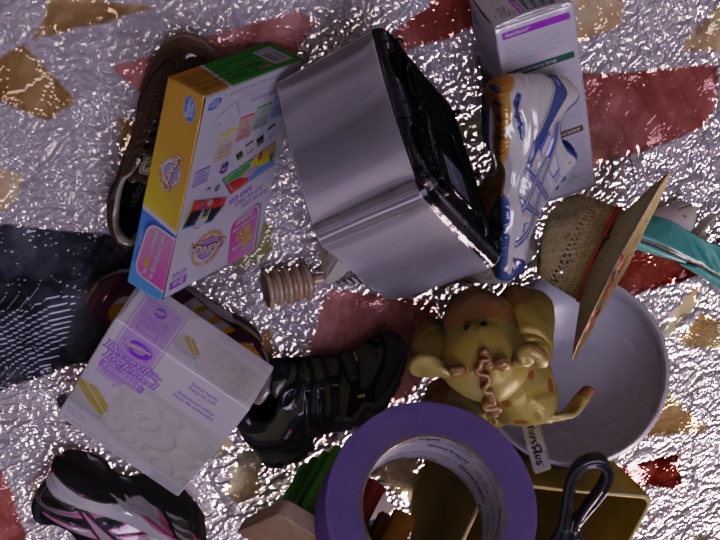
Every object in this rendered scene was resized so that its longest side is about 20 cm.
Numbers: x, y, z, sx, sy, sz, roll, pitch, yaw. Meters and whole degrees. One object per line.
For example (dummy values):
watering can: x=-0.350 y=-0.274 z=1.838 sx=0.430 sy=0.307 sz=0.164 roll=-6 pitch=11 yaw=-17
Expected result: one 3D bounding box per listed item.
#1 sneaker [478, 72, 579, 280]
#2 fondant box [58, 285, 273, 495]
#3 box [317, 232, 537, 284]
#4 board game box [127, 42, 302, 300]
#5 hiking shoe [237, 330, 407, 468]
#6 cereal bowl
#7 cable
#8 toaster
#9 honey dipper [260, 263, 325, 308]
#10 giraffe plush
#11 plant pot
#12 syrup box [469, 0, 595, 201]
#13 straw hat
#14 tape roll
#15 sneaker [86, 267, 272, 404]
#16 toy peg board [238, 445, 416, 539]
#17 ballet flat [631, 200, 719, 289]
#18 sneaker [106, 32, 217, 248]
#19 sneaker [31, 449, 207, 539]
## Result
sneaker: x=0.157 y=-0.081 z=1.327 sx=0.088 sy=0.075 sz=0.201 roll=-8 pitch=122 yaw=-15
fondant box: x=-0.185 y=0.113 z=1.364 sx=0.144 sy=0.058 sz=0.200 roll=35 pitch=139 yaw=-4
box: x=0.063 y=-0.032 z=1.417 sx=0.199 sy=0.069 sz=0.082 roll=0 pitch=154 yaw=-18
board game box: x=-0.128 y=-0.089 z=1.291 sx=0.153 sy=0.040 sz=0.201 roll=-31 pitch=143 yaw=-54
hiking shoe: x=-0.045 y=0.120 z=1.491 sx=0.200 sy=0.076 sz=0.101 roll=-38 pitch=129 yaw=9
cereal bowl: x=0.223 y=0.107 z=1.522 sx=0.200 sy=0.201 sz=0.083 roll=-35 pitch=162 yaw=6
cable: x=0.207 y=0.269 z=1.493 sx=0.096 sy=0.050 sz=0.201 roll=0 pitch=111 yaw=1
toaster: x=0.025 y=-0.091 z=1.272 sx=0.118 sy=0.182 sz=0.200 roll=-24 pitch=152 yaw=15
honey dipper: x=0.000 y=0.000 z=1.457 sx=0.199 sy=0.038 sz=0.038 roll=-12 pitch=125 yaw=-17
giraffe plush: x=0.120 y=0.087 z=1.414 sx=0.172 sy=0.201 sz=0.162 roll=-34 pitch=151 yaw=5
plant pot: x=0.160 y=0.256 z=1.588 sx=0.199 sy=0.177 sz=0.201 roll=9 pitch=120 yaw=-24
syrup box: x=0.162 y=-0.168 z=1.370 sx=0.081 sy=0.079 sz=0.201 roll=-17 pitch=126 yaw=-7
straw hat: x=0.212 y=-0.022 z=1.396 sx=0.085 sy=0.201 sz=0.202 roll=27 pitch=117 yaw=12
tape roll: x=0.060 y=0.230 z=1.373 sx=0.199 sy=0.201 sz=0.085 roll=-9 pitch=162 yaw=-13
sneaker: x=-0.168 y=0.065 z=1.403 sx=0.199 sy=0.090 sz=0.075 roll=24 pitch=112 yaw=-30
toy peg board: x=-0.002 y=0.270 z=1.510 sx=0.198 sy=0.200 sz=0.098 roll=32 pitch=69 yaw=-6
ballet flat: x=0.345 y=-0.034 z=1.540 sx=0.199 sy=0.067 sz=0.071 roll=21 pitch=89 yaw=-29
sneaker: x=-0.172 y=-0.108 z=1.291 sx=0.070 sy=0.076 sz=0.201 roll=15 pitch=117 yaw=-13
sneaker: x=-0.251 y=0.255 z=1.522 sx=0.199 sy=0.081 sz=0.086 roll=32 pitch=120 yaw=-24
